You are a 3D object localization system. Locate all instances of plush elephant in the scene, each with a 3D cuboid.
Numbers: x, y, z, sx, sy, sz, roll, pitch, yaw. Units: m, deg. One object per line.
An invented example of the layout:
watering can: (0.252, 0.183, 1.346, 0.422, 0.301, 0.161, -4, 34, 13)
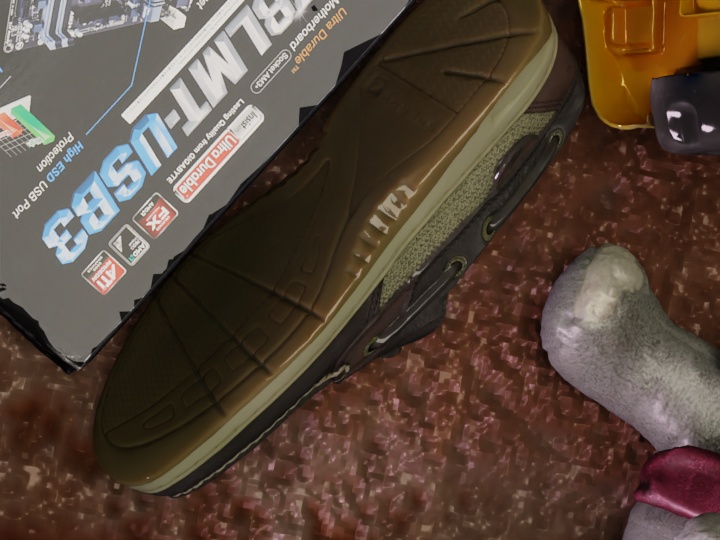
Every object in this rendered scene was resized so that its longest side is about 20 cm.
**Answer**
plush elephant: (0.134, 0.104, 0.787, 0.199, 0.155, 0.165, 27, 84, -8)

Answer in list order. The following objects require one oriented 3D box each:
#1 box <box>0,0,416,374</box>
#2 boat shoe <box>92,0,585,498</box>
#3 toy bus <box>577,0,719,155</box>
box: (-0.096, -0.106, 0.805, 0.198, 0.050, 0.200, 43, 82, -7)
boat shoe: (0.000, -0.001, 0.811, 0.201, 0.072, 0.066, -50, 132, 0)
toy bus: (0.195, -0.104, 0.816, 0.191, 0.199, 0.137, 0, 89, -48)
